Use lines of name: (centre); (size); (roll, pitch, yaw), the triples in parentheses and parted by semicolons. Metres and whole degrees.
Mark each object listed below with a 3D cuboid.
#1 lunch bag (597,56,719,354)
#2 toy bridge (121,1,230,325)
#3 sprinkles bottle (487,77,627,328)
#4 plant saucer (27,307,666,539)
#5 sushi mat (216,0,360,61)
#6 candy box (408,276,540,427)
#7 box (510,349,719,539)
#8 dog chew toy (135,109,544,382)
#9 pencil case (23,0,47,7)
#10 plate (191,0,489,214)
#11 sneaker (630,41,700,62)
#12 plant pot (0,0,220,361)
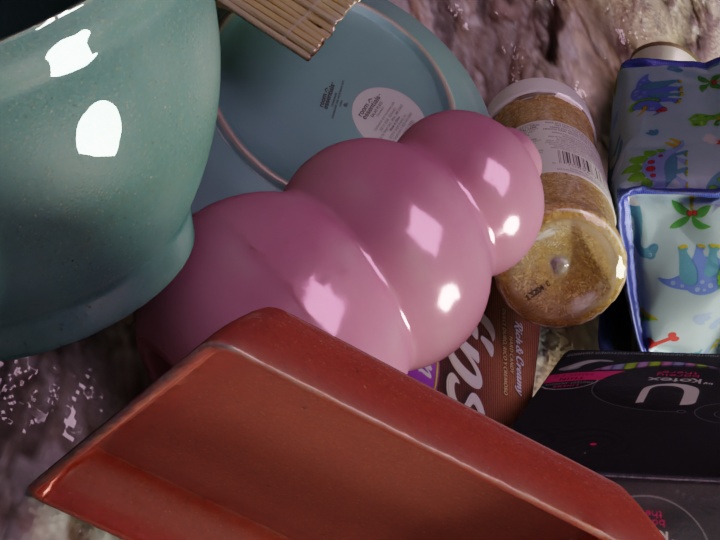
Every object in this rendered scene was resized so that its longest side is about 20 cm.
lunch bag: (0.204, -0.006, 0.963); (0.171, 0.126, 0.202); (-74, 156, -55)
toy bridge: (-0.102, -0.069, 0.756); (0.067, 0.027, 0.201); (19, 62, 3)
sprinkles bottle: (0.101, -0.043, 0.888); (0.068, 0.068, 0.200); (46, 19, -17)
plant saucer: (-0.006, 0.087, 0.631); (0.198, 0.200, 0.037); (28, 57, -17)
sushi mat: (-0.077, -0.186, 0.795); (0.199, 0.012, 0.096); (35, 67, 9)
candy box: (0.027, 0.068, 0.815); (0.116, 0.056, 0.201); (36, 48, -27)
box: (0.139, 0.114, 0.791); (0.200, 0.121, 0.107); (-36, 124, -69)
dog chew toy: (0.000, 0.000, 0.722); (0.199, 0.124, 0.125); (-36, 96, -20)
pencil case: (-0.188, -0.193, 0.711); (0.200, 0.092, 0.085); (43, 19, -23)
plate: (-0.017, -0.082, 0.823); (0.198, 0.026, 0.202); (12, 54, -16)
sneaker: (0.242, -0.058, 1.107); (0.200, 0.067, 0.090); (40, 52, -23)
plant pot: (-0.138, -0.052, 0.629); (0.201, 0.198, 0.135); (-53, 135, -47)
